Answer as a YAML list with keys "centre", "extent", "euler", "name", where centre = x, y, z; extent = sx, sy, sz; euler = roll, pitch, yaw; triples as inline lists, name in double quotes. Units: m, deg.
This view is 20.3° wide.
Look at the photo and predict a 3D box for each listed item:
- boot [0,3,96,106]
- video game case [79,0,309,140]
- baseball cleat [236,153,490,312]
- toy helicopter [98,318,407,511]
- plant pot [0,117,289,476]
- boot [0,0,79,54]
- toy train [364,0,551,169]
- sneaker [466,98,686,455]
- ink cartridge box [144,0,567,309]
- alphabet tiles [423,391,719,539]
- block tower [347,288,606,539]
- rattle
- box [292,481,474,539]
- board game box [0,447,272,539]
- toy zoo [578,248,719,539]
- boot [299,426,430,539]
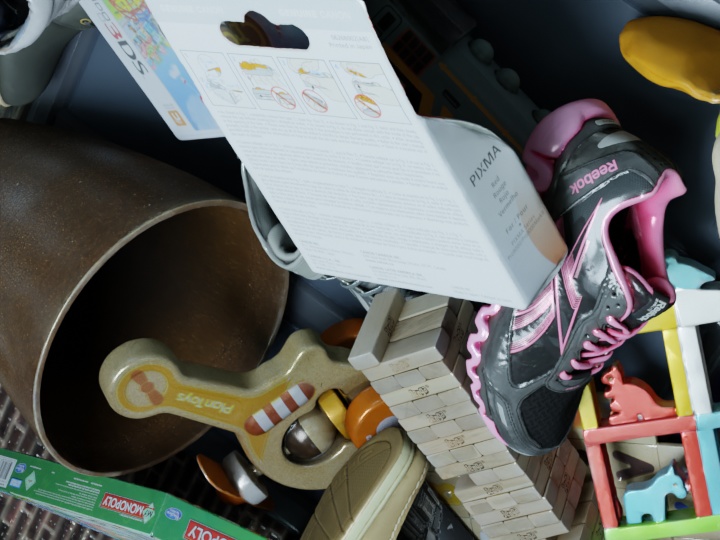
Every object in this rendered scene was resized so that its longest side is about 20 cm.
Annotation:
- centre: [-0.142, -0.155, 1.197]
  extent: [0.138, 0.078, 0.201]
  euler: [32, 125, 6]
  name: "boot"
- centre: [-0.093, -0.149, 1.080]
  extent: [0.199, 0.022, 0.183]
  euler: [1, 132, 54]
  name: "video game case"
- centre: [0.000, 0.000, 1.170]
  extent: [0.200, 0.106, 0.070]
  euler: [45, 120, 0]
  name: "baseball cleat"
- centre: [-0.070, 0.087, 1.193]
  extent: [0.133, 0.199, 0.079]
  euler: [-57, 37, 23]
  name: "toy helicopter"
- centre: [-0.177, -0.008, 1.229]
  extent: [0.200, 0.186, 0.188]
  euler: [37, 128, 35]
  name: "plant pot"
- centre: [-0.192, -0.158, 1.072]
  extent: [0.074, 0.096, 0.200]
  euler: [50, 154, -15]
  name: "boot"
- centre: [0.045, -0.077, 1.130]
  extent: [0.200, 0.085, 0.114]
  euler: [47, 116, 1]
  name: "toy train"
- centre: [0.120, 0.016, 1.060]
  extent: [0.095, 0.079, 0.201]
  euler: [30, 119, 39]
  name: "sneaker"
- centre: [-0.003, -0.073, 1.012]
  extent: [0.161, 0.050, 0.201]
  euler: [10, 139, 44]
  name: "ink cartridge box"
- centre: [0.124, 0.141, 1.216]
  extent: [0.199, 0.006, 0.168]
  euler: [2, 122, 27]
  name: "alphabet tiles"
- centre: [0.075, 0.096, 1.149]
  extent: [0.058, 0.054, 0.200]
  euler: [-19, 122, 35]
  name: "block tower"
- centre: [0.215, -0.028, 1.068]
  extent: [0.142, 0.131, 0.200]
  euler: [5, 142, 38]
  name: "rattle"
- centre: [0.009, 0.237, 1.297]
  extent: [0.200, 0.050, 0.158]
  euler: [-35, 101, 36]
  name: "box"
- centre: [-0.131, 0.160, 1.270]
  extent: [0.134, 0.029, 0.199]
  euler: [31, 165, -36]
  name: "board game box"
- centre: [0.190, 0.085, 1.133]
  extent: [0.130, 0.020, 0.202]
  euler: [-10, 102, 15]
  name: "toy zoo"
- centre: [0.033, 0.203, 1.188]
  extent: [0.155, 0.073, 0.201]
  euler: [24, 103, -12]
  name: "boot"
